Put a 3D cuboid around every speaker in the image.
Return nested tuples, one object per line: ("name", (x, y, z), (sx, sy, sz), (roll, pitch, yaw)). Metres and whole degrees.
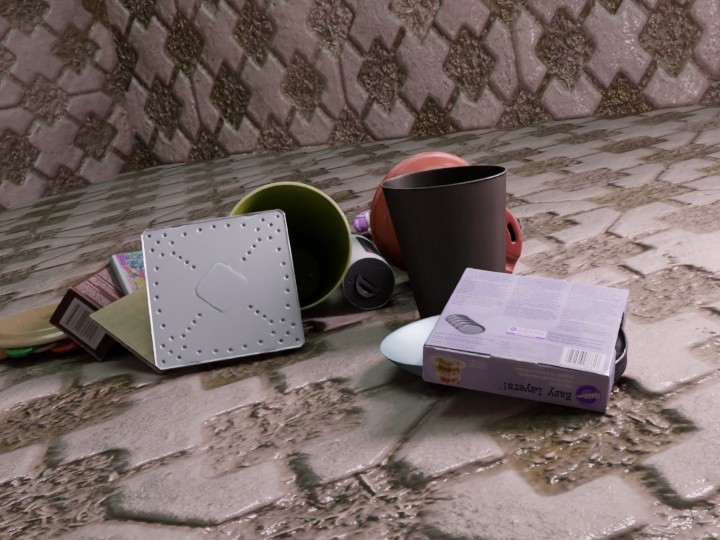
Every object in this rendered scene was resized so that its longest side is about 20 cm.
("speaker", (0.000, 0.000, 1.575), (0.081, 0.082, 0.200), (-11, 13, -5))

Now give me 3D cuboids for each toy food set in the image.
("toy food set", (-0.487, 0.095, 1.597), (0.197, 0.049, 0.200), (-1, 15, 32))

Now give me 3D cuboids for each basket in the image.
("basket", (0.123, -0.026, 1.330), (0.180, 0.201, 0.136), (1, 18, 42))

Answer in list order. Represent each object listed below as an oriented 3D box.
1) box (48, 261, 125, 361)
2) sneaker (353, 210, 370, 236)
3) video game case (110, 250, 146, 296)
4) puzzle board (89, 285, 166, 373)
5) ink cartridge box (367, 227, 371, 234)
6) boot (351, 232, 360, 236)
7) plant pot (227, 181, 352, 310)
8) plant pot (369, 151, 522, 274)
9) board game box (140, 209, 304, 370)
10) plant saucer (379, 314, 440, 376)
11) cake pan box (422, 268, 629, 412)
("box", (-0.378, 0.052, 1.548), (0.100, 0.075, 0.200), (37, 20, 0))
("sneaker", (0.045, -0.091, 1.967), (0.114, 0.073, 0.200), (-14, 3, -1))
("video game case", (-0.263, 0.028, 1.536), (0.181, 0.024, 0.200), (-10, 41, -26))
("puzzle board", (-0.262, 0.065, 1.456), (0.150, 0.017, 0.200), (31, 41, 26))
("ink cartridge box", (0.091, -0.075, 1.757), (0.115, 0.068, 0.200), (-41, 21, -10))
("boot", (-0.081, -0.062, 1.785), (0.166, 0.073, 0.200), (18, -1, -43))
("plant pot", (-0.106, -0.015, 1.521), (0.186, 0.188, 0.200), (-10, -11, -3))
("plant pot", (0.136, -0.059, 1.519), (0.200, 0.202, 0.195), (-13, 21, -12))
("board game box", (-0.188, 0.026, 1.380), (0.199, 0.201, 0.026), (-9, -19, -5))
("plant saucer", (0.124, 0.092, 1.186), (0.200, 0.039, 0.201), (-8, 14, 2))
("cake pan box", (0.184, 0.067, 1.081), (0.199, 0.052, 0.184), (7, 30, 16))
